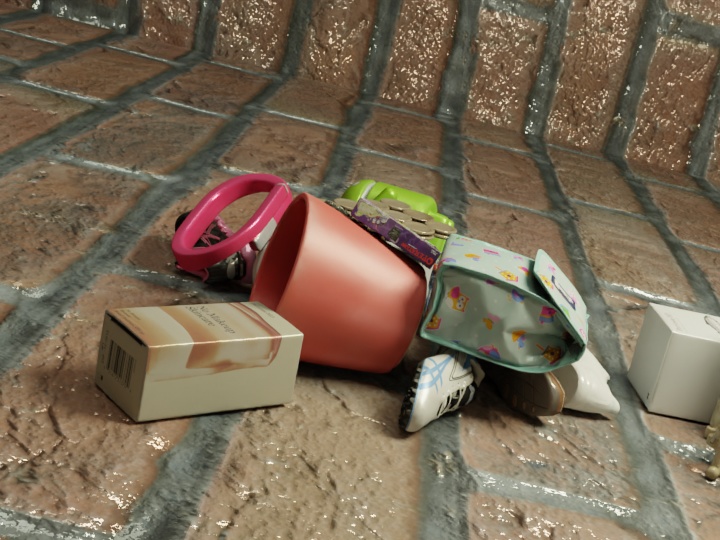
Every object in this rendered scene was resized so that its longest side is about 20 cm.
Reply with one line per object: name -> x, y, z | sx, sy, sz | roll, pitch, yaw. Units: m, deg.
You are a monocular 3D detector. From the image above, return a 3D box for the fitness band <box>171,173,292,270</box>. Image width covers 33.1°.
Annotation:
fitness band -> -0.174, -0.070, 1.640 | 0.142, 0.038, 0.201 | -2, 37, 31

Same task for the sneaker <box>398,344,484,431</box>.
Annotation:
sneaker -> 0.097, 0.137, 1.411 | 0.072, 0.073, 0.200 | 25, 22, 13

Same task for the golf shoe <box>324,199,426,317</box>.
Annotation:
golf shoe -> 0.000, 0.000, 1.582 | 0.201, 0.088, 0.077 | 52, -2, -1

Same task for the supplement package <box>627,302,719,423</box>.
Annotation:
supplement package -> 0.480, 0.134, 1.636 | 0.197, 0.119, 0.117 | 11, 18, -7

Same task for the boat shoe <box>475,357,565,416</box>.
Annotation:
boat shoe -> 0.207, 0.123, 1.534 | 0.071, 0.077, 0.200 | 7, 20, -27

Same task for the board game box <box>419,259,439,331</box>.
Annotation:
board game box -> 0.190, 0.058, 1.744 | 0.197, 0.063, 0.200 | 14, 17, 2

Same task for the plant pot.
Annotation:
plant pot -> -0.027, 0.030, 1.471 | 0.175, 0.203, 0.201 | 20, 15, -17

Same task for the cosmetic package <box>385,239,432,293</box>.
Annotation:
cosmetic package -> 0.030, -0.005, 1.735 | 0.080, 0.115, 0.200 | 7, 16, -18

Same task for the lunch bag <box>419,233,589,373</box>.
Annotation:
lunch bag -> 0.182, 0.041, 1.465 | 0.197, 0.124, 0.170 | 16, 16, 5

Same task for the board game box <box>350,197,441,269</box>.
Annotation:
board game box -> 0.044, -0.049, 1.535 | 0.120, 0.032, 0.200 | 39, 4, 0

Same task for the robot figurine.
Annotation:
robot figurine -> 0.048, -0.078, 1.965 | 0.197, 0.117, 0.175 | 18, 1, 17

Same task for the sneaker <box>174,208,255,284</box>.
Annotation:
sneaker -> -0.226, -0.032, 1.703 | 0.094, 0.080, 0.199 | -17, 28, -29

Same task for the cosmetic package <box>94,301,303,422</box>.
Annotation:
cosmetic package -> -0.172, 0.093, 1.302 | 0.198, 0.089, 0.103 | -2, 22, -42

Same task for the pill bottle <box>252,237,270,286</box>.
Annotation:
pill bottle -> -0.086, -0.020, 1.686 | 0.109, 0.112, 0.200 | 13, 17, -2

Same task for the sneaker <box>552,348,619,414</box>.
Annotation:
sneaker -> 0.285, 0.127, 1.601 | 0.087, 0.076, 0.201 | 20, 27, -19

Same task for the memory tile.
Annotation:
memory tile -> 0.032, -0.072, 1.732 | 0.198, 0.017, 0.152 | -2, 23, -44

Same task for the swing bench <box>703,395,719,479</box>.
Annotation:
swing bench -> 0.507, 0.145, 1.481 | 0.128, 0.202, 0.200 | 16, 17, 9
